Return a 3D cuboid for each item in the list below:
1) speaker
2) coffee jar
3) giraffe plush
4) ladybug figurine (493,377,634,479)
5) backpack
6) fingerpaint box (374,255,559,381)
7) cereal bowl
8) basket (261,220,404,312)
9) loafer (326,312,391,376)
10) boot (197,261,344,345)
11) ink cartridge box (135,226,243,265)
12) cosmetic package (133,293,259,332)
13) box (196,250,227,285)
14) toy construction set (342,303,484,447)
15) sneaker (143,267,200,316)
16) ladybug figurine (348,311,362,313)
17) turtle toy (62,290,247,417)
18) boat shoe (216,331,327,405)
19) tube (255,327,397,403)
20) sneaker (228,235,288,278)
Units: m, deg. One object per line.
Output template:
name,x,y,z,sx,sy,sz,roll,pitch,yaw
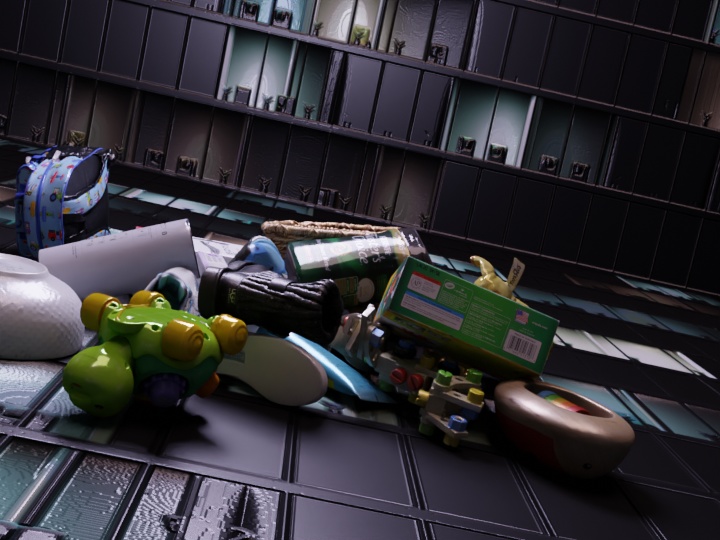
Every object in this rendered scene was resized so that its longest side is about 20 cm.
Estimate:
speaker,-0.310,-0.009,1.400,0.196,0.083,0.081,-13,13,-9
coffee jar,0.000,0.000,1.483,0.196,0.087,0.105,-8,35,-13
giraffe plush,0.153,0.095,1.488,0.161,0.203,0.172,-32,46,-28
ladybug figurine,0.223,0.179,1.231,0.134,0.073,0.199,9,9,-28
backpack,-0.457,-0.088,1.652,0.132,0.186,0.200,4,20,2
fingerpaint box,0.124,0.064,1.336,0.197,0.074,0.167,23,-11,-1
cereal bowl,-0.405,0.032,1.222,0.196,0.085,0.200,13,9,-2
basket,-0.029,-0.039,1.643,0.196,0.151,0.143,5,39,22
loafer,-0.015,0.098,1.411,0.075,0.068,0.200,26,-12,-5
boot,-0.091,0.038,1.298,0.155,0.081,0.211,6,4,10
ink cartridge box,-0.250,0.000,1.662,0.196,0.085,0.144,11,8,-16
cosmetic package,-0.221,0.052,1.472,0.148,0.053,0.200,8,10,-20
box,-0.196,0.014,1.456,0.038,0.042,0.200,11,8,-15
toy construction set,0.061,0.123,1.264,0.199,0.093,0.131,37,20,18
sneaker,-0.222,0.038,1.285,0.076,0.087,0.201,21,25,-5
ladybug figurine,0.059,0.055,1.752,0.196,0.073,0.136,11,9,-9
turtle toy,-0.214,0.086,1.079,0.144,0.103,0.199,15,9,27
boat shoe,-0.111,0.107,1.253,0.197,0.074,0.068,7,5,32
tube,-0.048,0.117,1.334,0.198,0.051,0.077,25,11,37
sneaker,-0.113,0.025,1.542,0.090,0.079,0.200,37,-9,38
